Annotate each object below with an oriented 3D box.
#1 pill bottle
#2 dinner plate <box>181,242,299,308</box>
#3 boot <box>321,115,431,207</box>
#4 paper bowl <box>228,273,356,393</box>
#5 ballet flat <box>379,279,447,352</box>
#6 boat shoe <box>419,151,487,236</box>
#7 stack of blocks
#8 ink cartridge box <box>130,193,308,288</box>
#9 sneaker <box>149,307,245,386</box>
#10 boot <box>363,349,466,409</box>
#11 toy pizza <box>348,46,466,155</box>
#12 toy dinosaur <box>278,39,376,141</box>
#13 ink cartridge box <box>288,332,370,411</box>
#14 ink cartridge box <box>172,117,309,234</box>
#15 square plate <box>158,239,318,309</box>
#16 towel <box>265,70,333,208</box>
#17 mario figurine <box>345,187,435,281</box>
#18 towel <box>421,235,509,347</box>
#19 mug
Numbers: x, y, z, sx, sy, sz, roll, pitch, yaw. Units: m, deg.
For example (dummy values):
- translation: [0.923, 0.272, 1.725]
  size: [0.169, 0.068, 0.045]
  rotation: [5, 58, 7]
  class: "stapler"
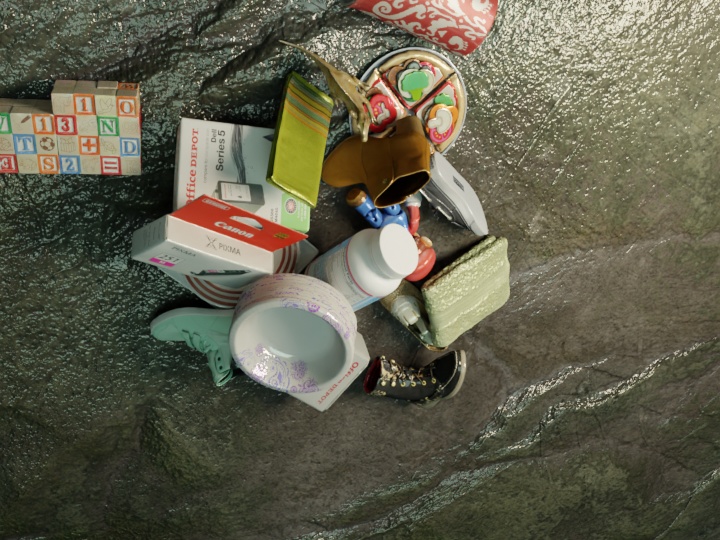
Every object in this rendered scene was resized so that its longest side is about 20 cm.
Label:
- translation: [0.000, 0.000, 1.159]
  size: [0.107, 0.111, 0.198]
  rotation: [29, 144, -28]
  class: "pill bottle"
- translation: [-0.196, -0.027, 1.158]
  size: [0.194, 0.024, 0.205]
  rotation: [-6, 123, -10]
  class: "dinner plate"
- translation: [0.017, -0.145, 1.080]
  size: [0.198, 0.147, 0.071]
  rotation: [-25, 130, 25]
  class: "boot"
- translation: [-0.103, 0.088, 1.122]
  size: [0.194, 0.106, 0.204]
  rotation: [3, 131, 4]
  class: "paper bowl"
- translation: [0.104, 0.084, 1.317]
  size: [0.070, 0.066, 0.199]
  rotation: [-42, 122, 14]
  class: "ballet flat"
- translation: [0.148, -0.118, 1.203]
  size: [0.067, 0.073, 0.199]
  rotation: [-22, 140, 28]
  class: "boat shoe"
- translation: [-0.410, -0.202, 1.004]
  size: [0.194, 0.059, 0.118]
  rotation: [-2, 122, -14]
  class: "stack of blocks"
- translation: [-0.200, -0.034, 1.030]
  size: [0.171, 0.045, 0.198]
  rotation: [-18, 154, 39]
  class: "ink cartridge box"
- translation: [-0.265, 0.130, 1.192]
  size: [0.194, 0.121, 0.074]
  rotation: [-3, 154, 7]
  class: "sneaker"
- translation: [0.102, 0.200, 1.357]
  size: [0.147, 0.075, 0.200]
  rotation: [13, 149, -17]
  class: "boot"
- translation: [0.078, -0.246, 1.125]
  size: [0.194, 0.032, 0.205]
  rotation: [-7, 122, -11]
  class: "toy pizza"
- translation: [-0.029, -0.272, 1.040]
  size: [0.058, 0.201, 0.101]
  rotation: [-41, 165, 11]
  class: "toy dinosaur"
- translation: [-0.101, 0.144, 1.286]
  size: [0.198, 0.088, 0.146]
  rotation: [35, 108, -28]
  class: "ink cartridge box"
- translation: [-0.175, -0.133, 1.058]
  size: [0.194, 0.084, 0.150]
  rotation: [3, 84, -17]
  class: "ink cartridge box"
- translation: [-0.203, -0.025, 1.189]
  size: [0.198, 0.029, 0.199]
  rotation: [-43, 122, 13]
  class: "square plate"
- translation: [-0.084, -0.192, 1.027]
  size: [0.085, 0.205, 0.018]
  rotation: [26, 143, -29]
  class: "towel"
- translation: [0.056, -0.070, 1.218]
  size: [0.121, 0.107, 0.202]
  rotation: [-14, 121, 40]
  class: "mario figurine"
- translation: [0.198, 0.038, 1.296]
  size: [0.197, 0.036, 0.151]
  rotation: [-31, 125, -22]
  class: "towel"
- translation: [0.094, -0.405, 0.974]
  size: [0.196, 0.135, 0.180]
  rotation: [18, 117, -28]
  class: "mug"
